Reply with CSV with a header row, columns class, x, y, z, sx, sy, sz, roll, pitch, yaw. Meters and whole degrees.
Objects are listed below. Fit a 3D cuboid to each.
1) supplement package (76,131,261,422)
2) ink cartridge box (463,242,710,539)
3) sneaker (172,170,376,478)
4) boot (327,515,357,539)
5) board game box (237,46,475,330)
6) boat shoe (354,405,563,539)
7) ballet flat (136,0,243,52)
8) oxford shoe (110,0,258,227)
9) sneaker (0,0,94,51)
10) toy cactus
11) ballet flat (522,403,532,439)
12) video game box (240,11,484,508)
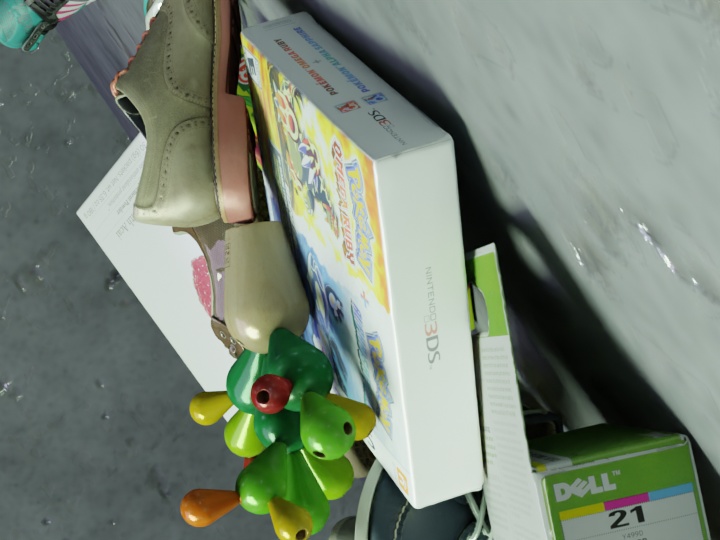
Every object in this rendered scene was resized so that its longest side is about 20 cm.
class,x,y,z,sx,sy,sz,roll,pitch,yaw
supplement package,-0.074,-0.009,1.112,0.200,0.120,0.121,53,138,5
ink cartridge box,0.102,0.084,0.778,0.148,0.076,0.200,152,107,-83
sneaker,-0.047,0.037,0.999,0.070,0.075,0.200,-36,-73,-55
boot,0.077,0.187,1.000,0.200,0.073,0.182,20,150,18
board game box,-0.010,-0.042,0.992,0.200,0.048,0.102,52,173,20
boat shoe,0.057,0.120,0.887,0.200,0.062,0.075,-26,-63,-62
ballet flat,-0.112,-0.159,1.093,0.069,0.069,0.200,55,172,-3
oxford shoe,-0.101,-0.118,0.880,0.070,0.075,0.200,83,180,-68
sneaker,-0.346,-0.293,1.737,0.084,0.121,0.200,55,173,-6
toy cactus,-0.053,0.059,0.860,0.200,0.102,0.165,137,124,-82
ballet flat,0.103,0.126,1.021,0.200,0.069,0.071,49,150,-17
video game box,0.000,-0.008,0.833,0.182,0.047,0.200,-135,32,-54
